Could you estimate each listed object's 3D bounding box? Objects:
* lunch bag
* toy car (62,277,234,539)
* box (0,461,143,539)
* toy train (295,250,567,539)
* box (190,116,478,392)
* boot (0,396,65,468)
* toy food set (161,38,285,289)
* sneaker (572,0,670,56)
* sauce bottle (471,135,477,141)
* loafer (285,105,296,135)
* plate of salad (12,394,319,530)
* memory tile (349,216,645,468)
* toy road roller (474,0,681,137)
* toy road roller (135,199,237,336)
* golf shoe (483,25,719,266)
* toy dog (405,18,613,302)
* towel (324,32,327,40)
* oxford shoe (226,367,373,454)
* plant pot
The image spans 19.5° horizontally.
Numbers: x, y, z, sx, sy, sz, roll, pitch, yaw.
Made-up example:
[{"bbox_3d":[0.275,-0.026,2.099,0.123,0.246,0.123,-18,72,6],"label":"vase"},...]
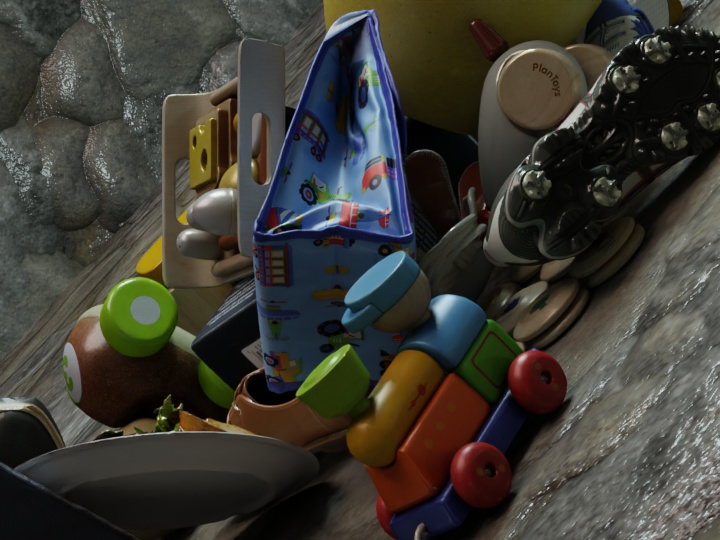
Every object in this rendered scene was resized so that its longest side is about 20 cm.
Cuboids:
[{"bbox_3d":[-0.011,-0.048,1.277,0.151,0.094,0.200,89,-177,-51],"label":"lunch bag"},{"bbox_3d":[-0.172,0.137,1.538,0.200,0.158,0.164,-65,7,-29],"label":"toy car"},{"bbox_3d":[-0.235,0.205,1.301,0.200,0.198,0.123,-27,36,61],"label":"box"},{"bbox_3d":[0.012,0.088,1.064,0.085,0.116,0.200,-33,16,50],"label":"toy train"},{"bbox_3d":[0.000,0.000,1.460,0.148,0.107,0.200,-34,17,49],"label":"box"},{"bbox_3d":[-0.237,0.203,1.462,0.138,0.077,0.200,-106,15,-55],"label":"boot"},{"bbox_3d":[-0.102,-0.068,1.438,0.200,0.060,0.144,164,107,-68],"label":"toy food set"},{"bbox_3d":[0.179,-0.128,1.400,0.088,0.075,0.200,-16,36,46],"label":"sneaker"},{"bbox_3d":[0.071,-0.102,1.688,0.200,0.066,0.066,-44,11,10],"label":"sauce bottle"},{"bbox_3d":[-0.047,-0.086,1.478,0.068,0.070,0.200,-51,12,-29],"label":"loafer"},{"bbox_3d":[-0.126,0.123,1.317,0.200,0.200,0.048,-32,58,50],"label":"plate of salad"},{"bbox_3d":[0.078,0.043,1.248,0.200,0.017,0.153,-48,11,-11],"label":"memory tile"},{"bbox_3d":[0.146,-0.187,1.549,0.200,0.123,0.146,-47,23,-3],"label":"toy road roller"},{"bbox_3d":[-0.079,-0.012,1.782,0.200,0.123,0.146,-47,22,-10],"label":"toy road roller"},{"bbox_3d":[0.145,-0.074,1.235,0.200,0.077,0.088,-38,-1,-26],"label":"golf shoe"},{"bbox_3d":[0.074,-0.075,1.304,0.200,0.096,0.132,-52,-19,-2],"label":"toy dog"},{"bbox_3d":[0.019,-0.159,1.591,0.200,0.034,0.193,60,-137,-62],"label":"towel"},{"bbox_3d":[-0.062,0.097,1.379,0.200,0.071,0.071,-34,33,40],"label":"oxford shoe"},{"bbox_3d":[0.054,-0.174,1.390,0.200,0.200,0.142,-101,32,-77],"label":"plant pot"}]
